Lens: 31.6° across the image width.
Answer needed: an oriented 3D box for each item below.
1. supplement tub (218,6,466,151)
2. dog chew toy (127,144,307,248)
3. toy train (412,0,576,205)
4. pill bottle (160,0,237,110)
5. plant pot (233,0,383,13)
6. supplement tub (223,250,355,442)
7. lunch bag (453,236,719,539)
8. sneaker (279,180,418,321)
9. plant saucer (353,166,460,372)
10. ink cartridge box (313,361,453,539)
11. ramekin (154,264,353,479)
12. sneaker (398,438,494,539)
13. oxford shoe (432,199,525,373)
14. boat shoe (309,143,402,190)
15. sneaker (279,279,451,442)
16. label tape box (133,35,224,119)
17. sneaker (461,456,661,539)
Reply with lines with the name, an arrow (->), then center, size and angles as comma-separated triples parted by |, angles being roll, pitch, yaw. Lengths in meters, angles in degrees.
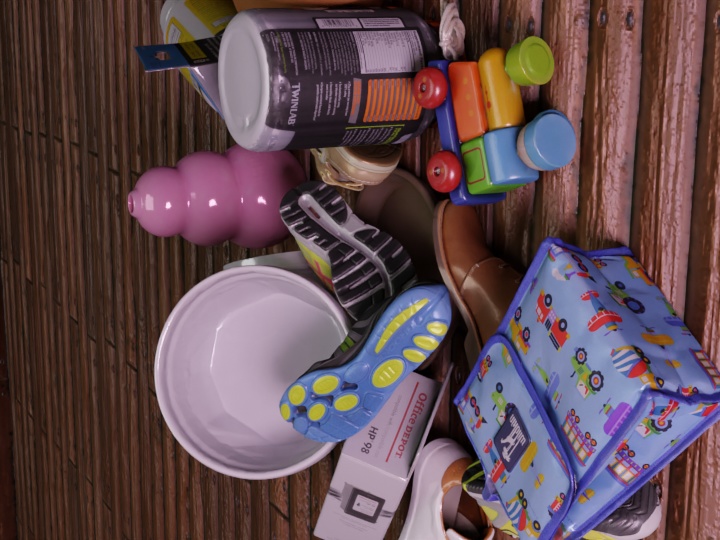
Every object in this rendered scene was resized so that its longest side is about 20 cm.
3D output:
supplement tub -> -0.014, -0.170, 1.117 | 0.122, 0.200, 0.123 | 20, 113, 60
dog chew toy -> -0.162, -0.083, 1.429 | 0.124, 0.200, 0.125 | 20, 113, 61
toy train -> 0.107, -0.161, 1.021 | 0.116, 0.085, 0.200 | -16, 81, 53
pill bottle -> -0.167, -0.266, 1.499 | 0.200, 0.111, 0.111 | 49, 137, 49
plant pot -> -0.048, -0.296, 1.190 | 0.140, 0.200, 0.200 | 95, 156, -57
supplement tub -> -0.072, 0.086, 1.349 | 0.145, 0.144, 0.200 | -18, 80, 63
lunch bag -> 0.148, 0.101, 0.926 | 0.200, 0.094, 0.151 | -57, 43, 32
sneaker -> 0.000, 0.000, 1.223 | 0.200, 0.078, 0.090 | 53, 171, 33
plant saucer -> 0.044, -0.001, 1.228 | 0.200, 0.029, 0.201 | 20, 113, 60
ink cartridge box -> 0.020, 0.167, 1.187 | 0.200, 0.067, 0.116 | 107, -174, -50
ramekin -> -0.087, 0.097, 1.224 | 0.105, 0.200, 0.201 | 13, -112, -77
sneaker -> 0.078, 0.262, 1.168 | 0.085, 0.073, 0.200 | -147, 57, -60
oxford shoe -> 0.116, 0.017, 1.072 | 0.071, 0.071, 0.200 | -34, 59, 27
boat shoe -> -0.009, -0.112, 1.231 | 0.200, 0.074, 0.067 | -110, 36, -67
sneaker -> 0.009, 0.080, 1.117 | 0.071, 0.083, 0.200 | 46, 112, -2
label tape box -> -0.120, -0.201, 1.286 | 0.144, 0.200, 0.063 | -127, 28, -67
sneaker -> 0.166, 0.183, 1.002 | 0.076, 0.075, 0.200 | 56, 156, -18
